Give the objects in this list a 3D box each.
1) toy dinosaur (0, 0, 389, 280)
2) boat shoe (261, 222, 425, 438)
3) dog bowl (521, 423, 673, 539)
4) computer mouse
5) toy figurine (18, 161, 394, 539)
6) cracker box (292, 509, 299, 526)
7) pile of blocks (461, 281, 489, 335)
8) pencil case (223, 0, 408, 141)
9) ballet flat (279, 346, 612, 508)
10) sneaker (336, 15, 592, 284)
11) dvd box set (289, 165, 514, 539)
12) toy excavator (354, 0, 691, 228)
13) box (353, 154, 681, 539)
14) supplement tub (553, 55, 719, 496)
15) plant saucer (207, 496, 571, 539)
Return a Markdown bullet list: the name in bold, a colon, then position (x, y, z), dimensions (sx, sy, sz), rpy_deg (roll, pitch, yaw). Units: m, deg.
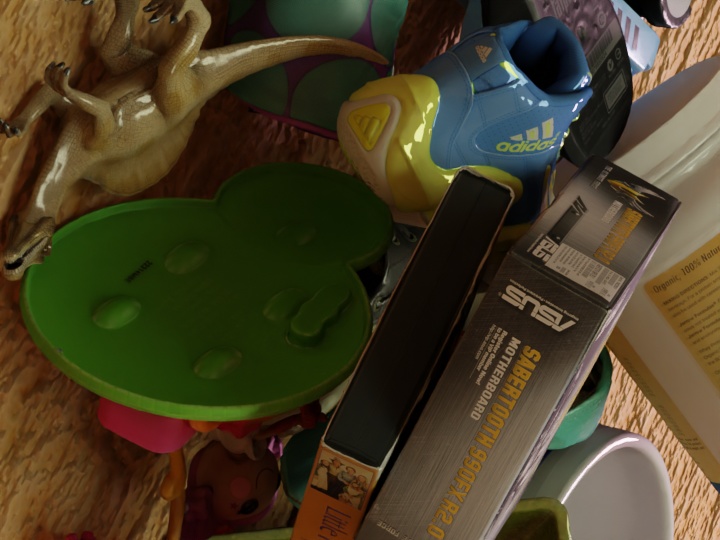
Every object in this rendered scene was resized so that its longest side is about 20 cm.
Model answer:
- **toy dinosaur**: position (-0.088, -0.079, 1.137), dimensions (0.200, 0.058, 0.101), rpy_deg (-35, 139, -19)
- **boat shoe**: position (0.000, 0.000, 1.312), dimensions (0.200, 0.073, 0.065), rpy_deg (-50, 148, -35)
- **dog bowl**: position (0.090, 0.175, 1.432), dimensions (0.200, 0.079, 0.201), rpy_deg (-32, 129, -52)
- **computer mouse**: position (0.088, -0.155, 1.258), dimensions (0.141, 0.046, 0.200), rpy_deg (-58, 137, -36)
- **toy figurine**: position (-0.067, 0.073, 1.196), dimensions (0.200, 0.150, 0.185), rpy_deg (-43, 150, -48)
- **cracker box**: position (-0.009, 0.220, 1.419), dimensions (0.134, 0.058, 0.201), rpy_deg (34, 75, -59)
- **pile of blocks**: position (0.072, 0.016, 1.438), dimensions (0.200, 0.062, 0.082), rpy_deg (75, 12, -68)
- **pencil case**: position (-0.003, -0.162, 1.215), dimensions (0.092, 0.085, 0.201), rpy_deg (10, 97, -40)
- **ballet flat**: position (0.046, 0.065, 1.321), dimensions (0.199, 0.067, 0.071), rpy_deg (-13, 140, -37)
- **sneaker**: position (0.073, -0.054, 1.199), dimensions (0.105, 0.076, 0.200), rpy_deg (-34, 159, 15)
- **dvd box set**: position (0.011, 0.063, 1.159), dimensions (0.200, 0.029, 0.147), rpy_deg (107, 9, -60)
- **toy excavator**: position (0.079, -0.101, 1.351), dimensions (0.194, 0.100, 0.201), rpy_deg (30, 74, -60)
- **box**: position (0.067, 0.047, 1.128), dimensions (0.159, 0.048, 0.200), rpy_deg (-64, 173, 18)
- **supplement tub**: position (0.191, 0.008, 1.343), dimensions (0.200, 0.145, 0.145), rpy_deg (53, 49, -8)
- **plant saucer**: position (0.013, 0.217, 1.308), dimensions (0.048, 0.199, 0.201), rpy_deg (-40, 123, -86)
